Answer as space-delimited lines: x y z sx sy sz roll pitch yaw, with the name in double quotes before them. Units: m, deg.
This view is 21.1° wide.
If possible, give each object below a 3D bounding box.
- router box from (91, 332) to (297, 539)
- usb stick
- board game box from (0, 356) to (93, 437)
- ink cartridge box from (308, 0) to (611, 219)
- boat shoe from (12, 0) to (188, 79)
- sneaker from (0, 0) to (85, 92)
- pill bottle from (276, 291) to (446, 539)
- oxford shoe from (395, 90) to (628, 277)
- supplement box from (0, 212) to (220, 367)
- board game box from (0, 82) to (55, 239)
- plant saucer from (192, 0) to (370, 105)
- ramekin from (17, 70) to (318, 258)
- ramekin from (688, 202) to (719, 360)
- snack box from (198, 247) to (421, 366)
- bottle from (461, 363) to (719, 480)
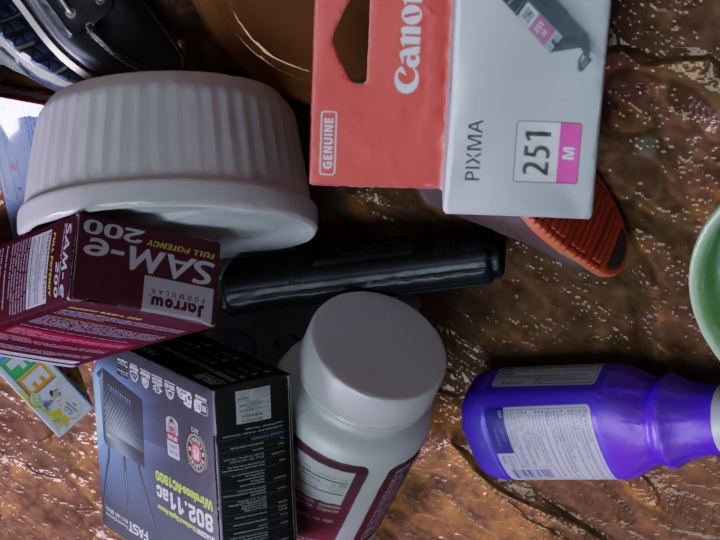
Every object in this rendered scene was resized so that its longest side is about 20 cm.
"router box" -0.117 0.127 1.338 0.200 0.062 0.150 18 114 57
"usb stick" 0.000 0.000 1.330 0.200 0.055 0.033 -8 118 13
"board game box" -0.268 0.044 1.472 0.134 0.034 0.200 49 177 -17
"ink cartridge box" 0.058 -0.132 1.151 0.173 0.044 0.200 1 114 -2
"boat shoe" -0.188 -0.193 1.289 0.200 0.073 0.063 43 136 -7
"sneaker" -0.259 -0.180 1.349 0.200 0.077 0.085 37 146 6
"pill bottle" -0.017 0.114 1.340 0.114 0.114 0.200 28 133 4
"oxford shoe" 0.089 -0.059 1.257 0.200 0.071 0.073 38 145 -15
"supplement box" -0.191 0.017 1.290 0.109 0.061 0.200 12 164 -35
"board game box" -0.224 -0.049 1.470 0.103 0.019 0.200 13 132 21
"plant saucer" -0.030 -0.182 1.238 0.200 0.037 0.200 15 132 17
"ramekin" -0.129 -0.068 1.289 0.202 0.202 0.094 -9 79 34
"ramekin" 0.306 -0.007 1.162 0.200 0.098 0.200 15 133 17
"snack box" -0.069 0.060 1.446 0.200 0.068 0.169 21 133 9
"bottle" 0.172 0.106 1.354 0.200 0.065 0.084 -5 125 31
